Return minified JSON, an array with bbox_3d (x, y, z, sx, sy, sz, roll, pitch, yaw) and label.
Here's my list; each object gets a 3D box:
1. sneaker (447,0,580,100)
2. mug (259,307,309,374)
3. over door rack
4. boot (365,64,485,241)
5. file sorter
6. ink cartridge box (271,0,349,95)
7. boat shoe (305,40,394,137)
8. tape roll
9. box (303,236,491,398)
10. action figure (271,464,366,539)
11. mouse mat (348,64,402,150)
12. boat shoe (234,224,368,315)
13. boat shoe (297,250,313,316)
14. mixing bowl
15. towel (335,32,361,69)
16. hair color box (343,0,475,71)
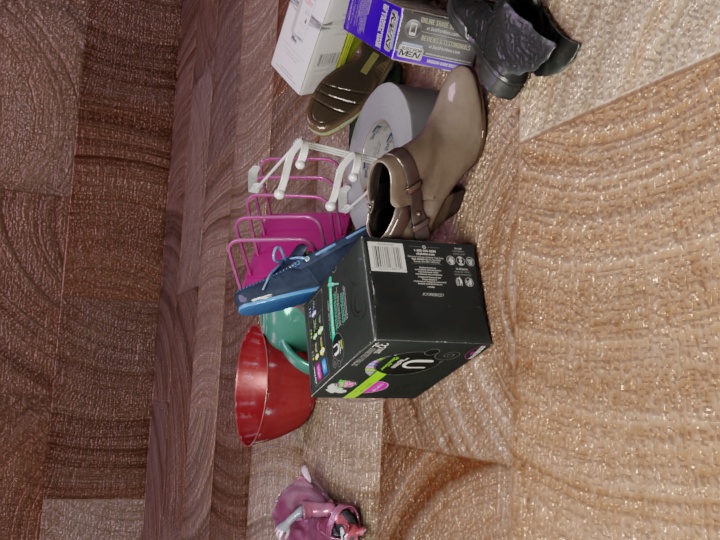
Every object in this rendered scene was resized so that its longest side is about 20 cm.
[{"bbox_3d":[0.156,-0.262,0.917,0.105,0.059,0.202,119,144,-47],"label":"sneaker"},{"bbox_3d":[-0.098,0.058,1.346,0.185,0.113,0.154,-116,25,-63],"label":"mug"},{"bbox_3d":[-0.044,-0.102,1.080,0.200,0.146,0.068,167,112,-65],"label":"over door rack"},{"bbox_3d":[0.069,-0.124,0.969,0.070,0.145,0.203,18,113,39],"label":"boot"},{"bbox_3d":[-0.102,-0.061,1.272,0.201,0.137,0.126,-78,-16,-47],"label":"file sorter"},{"bbox_3d":[-0.030,-0.369,1.268,0.083,0.146,0.201,48,135,24],"label":"ink cartridge box"},{"bbox_3d":[-0.006,-0.256,1.230,0.200,0.071,0.076,-50,-9,-19],"label":"boat shoe"},{"bbox_3d":[0.049,-0.139,1.134,0.200,0.065,0.203,-174,90,-67],"label":"tape roll"},{"bbox_3d":[0.034,0.062,1.014,0.200,0.147,0.126,131,137,-56],"label":"box"},{"bbox_3d":[-0.043,0.368,1.249,0.199,0.134,0.149,-24,19,52],"label":"action figure"},{"bbox_3d":[0.018,-0.203,1.312,0.200,0.007,0.163,159,114,-65],"label":"mouse mat"},{"bbox_3d":[-0.066,-0.001,1.089,0.084,0.198,0.069,125,126,-71],"label":"boat shoe"},{"bbox_3d":[-0.028,0.061,1.165,0.202,0.072,0.060,51,152,-5],"label":"boat shoe"},{"bbox_3d":[-0.137,0.195,1.466,0.200,0.107,0.203,-175,90,-68],"label":"mixing bowl"},{"bbox_3d":[0.016,-0.342,1.256,0.018,0.085,0.201,49,138,24],"label":"towel"},{"bbox_3d":[0.060,-0.305,1.094,0.200,0.108,0.066,-128,48,-61],"label":"hair color box"}]
